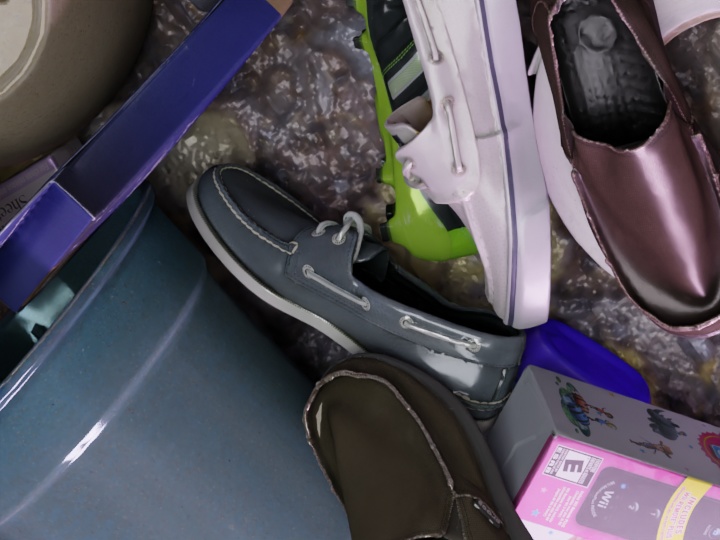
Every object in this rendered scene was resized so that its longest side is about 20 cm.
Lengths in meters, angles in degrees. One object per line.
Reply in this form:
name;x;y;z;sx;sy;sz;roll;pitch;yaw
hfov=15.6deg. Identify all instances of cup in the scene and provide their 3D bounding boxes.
cup;-0.198;-0.136;1.273;0.199;0.143;0.202;-1;102;-5

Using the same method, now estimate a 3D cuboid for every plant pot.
plant pot;-0.101;0.093;1.335;0.196;0.200;0.200;41;111;-12

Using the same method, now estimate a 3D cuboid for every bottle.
bottle;0.068;0.123;1.364;0.083;0.065;0.200;33;111;-4

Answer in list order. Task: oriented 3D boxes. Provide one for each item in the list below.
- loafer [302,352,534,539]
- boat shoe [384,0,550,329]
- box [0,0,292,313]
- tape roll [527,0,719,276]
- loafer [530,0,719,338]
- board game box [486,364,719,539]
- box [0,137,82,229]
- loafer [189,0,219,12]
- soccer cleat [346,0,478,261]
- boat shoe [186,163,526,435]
loafer;0.030;0.118;1.234;0.200;0.069;0.075;53;121;29
boat shoe;0.047;-0.066;1.252;0.069;0.071;0.201;-10;107;-2
box;-0.118;-0.052;1.262;0.032;0.200;0.121;43;147;-3
tape roll;0.184;-0.082;1.274;0.201;0.071;0.204;4;108;11
loafer;0.123;-0.055;1.220;0.073;0.071;0.201;-22;101;17
board game box;0.142;0.149;1.315;0.199;0.064;0.148;17;114;-23
box;-0.222;-0.005;1.391;0.199;0.039;0.042;-28;97;24
loafer;-0.103;-0.223;1.289;0.063;0.072;0.201;-27;112;16
soccer cleat;0.040;-0.101;1.306;0.080;0.068;0.201;-6;112;8
boat shoe;0.000;0.000;1.316;0.200;0.073;0.062;39;121;16
